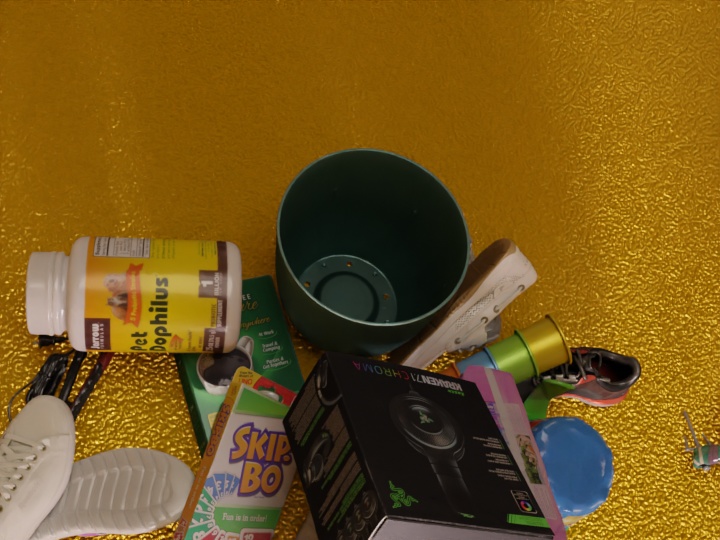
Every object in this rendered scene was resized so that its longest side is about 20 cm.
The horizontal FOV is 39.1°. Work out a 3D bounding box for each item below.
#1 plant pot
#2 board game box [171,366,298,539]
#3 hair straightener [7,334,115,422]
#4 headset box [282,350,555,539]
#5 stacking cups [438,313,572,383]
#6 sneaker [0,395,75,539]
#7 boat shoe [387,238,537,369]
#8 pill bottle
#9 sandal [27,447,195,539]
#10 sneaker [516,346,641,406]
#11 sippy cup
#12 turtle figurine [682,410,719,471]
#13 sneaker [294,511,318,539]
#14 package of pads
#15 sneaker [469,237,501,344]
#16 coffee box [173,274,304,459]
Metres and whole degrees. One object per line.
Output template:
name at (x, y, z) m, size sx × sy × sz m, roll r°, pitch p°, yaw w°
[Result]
plant pot at (0.000, 0.000, 1.076) m, size 0.197 × 0.161 × 0.203 m, roll 5°, pitch 62°, yaw -10°
board game box at (-0.111, 0.201, 0.967) m, size 0.095 × 0.030 × 0.202 m, roll 31°, pitch 67°, yaw -35°
hair straightener at (-0.295, 0.095, 1.015) m, size 0.076 × 0.041 × 0.202 m, roll 26°, pitch 65°, yaw -5°
headset box at (0.046, 0.182, 0.868) m, size 0.172 × 0.093 × 0.201 m, roll 15°, pitch 31°, yaw -29°
stacking cups at (0.126, 0.110, 1.095) m, size 0.198 × 0.061 × 0.061 m, roll -22°, pitch 72°, yaw -3°
sneaker at (-0.314, 0.196, 0.897) m, size 0.072 × 0.085 × 0.202 m, roll 12°, pitch 62°, yaw 10°
boat shoe at (0.112, 0.058, 1.104) m, size 0.069 × 0.071 × 0.200 m, roll 42°, pitch 102°, yaw -18°
pill bottle at (-0.216, 0.024, 0.982) m, size 0.197 × 0.110 × 0.111 m, roll 1°, pitch 65°, yaw -11°
sandal at (-0.252, 0.218, 0.961) m, size 0.200 × 0.050 × 0.083 m, roll -7°, pitch 63°, yaw -5°
sneaker at (0.226, 0.109, 1.148) m, size 0.197 × 0.082 × 0.078 m, roll 0°, pitch 66°, yaw -16°
sippy cup at (0.193, 0.212, 1.056) m, size 0.138 × 0.130 × 0.180 m, roll -19°, pitch 78°, yaw -22°
turtle figurine at (0.457, 0.205, 1.177) m, size 0.148 × 0.101 × 0.203 m, roll -12°, pitch 75°, yaw -23°
sneaker at (-0.022, 0.204, 0.999) m, size 0.200 × 0.074 × 0.116 m, roll -48°, pitch 129°, yaw -34°
package of pads at (0.122, 0.208, 0.986) m, size 0.075 × 0.121 × 0.202 m, roll 7°, pitch 45°, yaw -23°
sneaker at (0.100, -0.007, 1.162) m, size 0.074 × 0.082 × 0.201 m, roll -26°, pitch 76°, yaw -27°
coffee box at (-0.124, 0.111, 1.055) m, size 0.121 × 0.044 × 0.202 m, roll -13°, pitch 71°, yaw -23°
